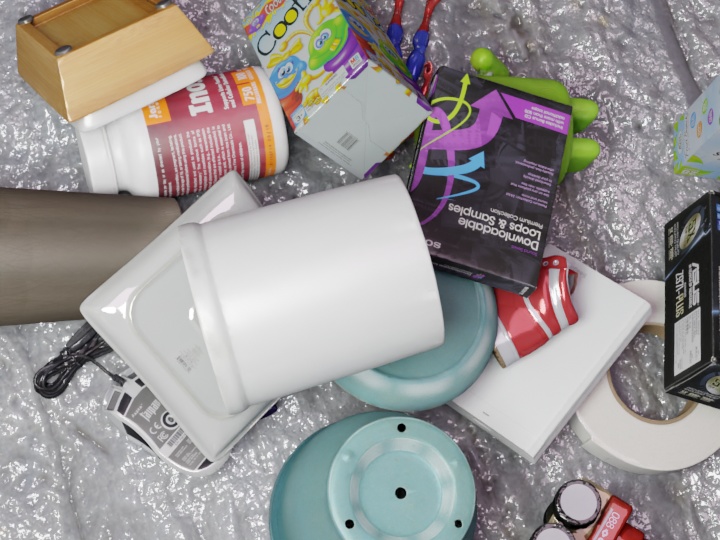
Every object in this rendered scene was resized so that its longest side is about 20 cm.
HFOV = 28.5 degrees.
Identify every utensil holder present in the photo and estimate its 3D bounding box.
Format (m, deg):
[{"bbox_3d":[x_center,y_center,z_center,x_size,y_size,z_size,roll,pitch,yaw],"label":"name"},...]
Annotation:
[{"bbox_3d":[-0.042,0.018,1.236,0.199,0.170,0.171,-15,76,-4],"label":"utensil holder"}]

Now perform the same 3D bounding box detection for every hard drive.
[{"bbox_3d":[0.184,0.081,1.439,0.132,0.026,0.200,33,73,28],"label":"hard drive"}]

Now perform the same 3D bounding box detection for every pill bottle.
[{"bbox_3d":[-0.180,-0.132,1.428,0.199,0.113,0.114,-14,76,-14],"label":"pill bottle"}]

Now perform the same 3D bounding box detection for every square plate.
[{"bbox_3d":[-0.126,0.044,1.335,0.198,0.028,0.200,-43,106,-15],"label":"square plate"}]

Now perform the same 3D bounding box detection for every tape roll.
[{"bbox_3d":[0.300,0.111,1.475,0.201,0.037,0.204,3,73,-9],"label":"tape roll"}]

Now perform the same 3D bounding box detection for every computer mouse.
[{"bbox_3d":[-0.212,0.133,1.382,0.200,0.044,0.110,38,67,9],"label":"computer mouse"}]

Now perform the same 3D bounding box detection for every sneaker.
[{"bbox_3d":[0.149,-0.010,1.442,0.112,0.071,0.201,-27,65,3],"label":"sneaker"}]

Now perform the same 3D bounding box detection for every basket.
[{"bbox_3d":[-0.275,-0.014,1.359,0.198,0.180,0.137,-1,91,-19],"label":"basket"}]

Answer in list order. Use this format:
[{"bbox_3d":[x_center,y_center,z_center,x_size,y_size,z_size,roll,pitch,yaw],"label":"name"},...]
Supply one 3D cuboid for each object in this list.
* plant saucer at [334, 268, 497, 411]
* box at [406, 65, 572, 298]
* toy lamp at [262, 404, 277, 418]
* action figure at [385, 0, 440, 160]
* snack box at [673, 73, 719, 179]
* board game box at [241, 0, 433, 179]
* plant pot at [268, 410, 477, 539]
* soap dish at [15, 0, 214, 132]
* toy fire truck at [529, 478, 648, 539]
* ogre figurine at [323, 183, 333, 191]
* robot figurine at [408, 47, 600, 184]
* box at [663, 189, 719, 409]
[{"bbox_3d":[0.041,0.033,1.352,0.199,0.027,0.202,5,71,-14],"label":"plant saucer"},{"bbox_3d":[0.120,-0.088,1.378,0.142,0.036,0.201,16,70,-6],"label":"box"},{"bbox_3d":[-0.136,0.052,1.410,0.058,0.058,0.201,-18,77,-14],"label":"toy lamp"},{"bbox_3d":[0.044,-0.212,1.526,0.065,0.052,0.201,13,74,-9],"label":"action figure"},{"bbox_3d":[0.442,-0.155,1.491,0.167,0.200,0.068,7,72,-6],"label":"snack box"},{"bbox_3d":[-0.026,-0.206,1.417,0.103,0.105,0.201,-43,44,17],"label":"board game box"},{"bbox_3d":[0.022,0.220,1.316,0.198,0.188,0.202,3,73,-8],"label":"plant pot"},{"bbox_3d":[-0.251,-0.221,1.404,0.157,0.200,0.082,-28,121,-15],"label":"soap dish"},{"bbox_3d":[0.241,0.326,1.368,0.199,0.129,0.177,30,71,11],"label":"toy fire truck"},{"bbox_3d":[0.000,0.000,1.428,0.199,0.098,0.120,29,81,11],"label":"ogre figurine"},{"bbox_3d":[0.146,-0.144,1.484,0.198,0.116,0.177,1,82,-9],"label":"robot figurine"},{"bbox_3d":[0.400,0.042,1.449,0.163,0.086,0.201,18,59,-18],"label":"box"}]
